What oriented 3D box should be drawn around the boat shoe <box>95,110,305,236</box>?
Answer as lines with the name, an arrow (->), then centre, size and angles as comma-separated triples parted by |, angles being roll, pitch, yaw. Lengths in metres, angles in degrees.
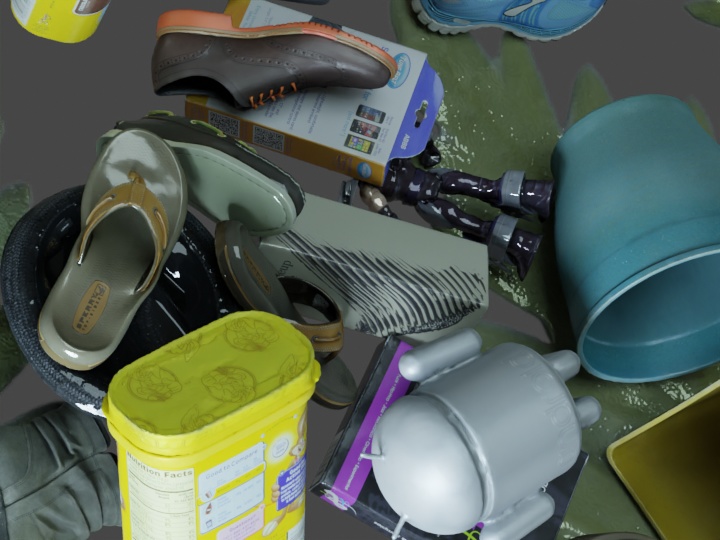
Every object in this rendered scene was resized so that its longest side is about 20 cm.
boat shoe -> -0.117, -0.082, 1.431 | 0.200, 0.072, 0.061 | 19, 43, 33

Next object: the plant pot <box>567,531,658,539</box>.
plant pot -> 0.239, 0.291, 1.405 | 0.199, 0.173, 0.201 | 9, 71, -28

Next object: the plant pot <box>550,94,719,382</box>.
plant pot -> 0.249, -0.037, 1.556 | 0.199, 0.200, 0.189 | -3, 56, -23

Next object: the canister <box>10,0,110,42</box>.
canister -> -0.214, -0.286, 1.444 | 0.086, 0.200, 0.149 | 13, 66, -17

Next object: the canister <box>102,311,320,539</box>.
canister -> -0.104, 0.148, 1.308 | 0.148, 0.201, 0.086 | -27, 46, -32

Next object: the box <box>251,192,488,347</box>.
box -> 0.000, 0.000, 1.484 | 0.199, 0.082, 0.069 | 14, 50, -16

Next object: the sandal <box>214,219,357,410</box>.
sandal -> -0.047, 0.032, 1.416 | 0.200, 0.054, 0.082 | 58, 13, -32

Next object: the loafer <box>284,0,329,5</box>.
loafer -> -0.104, -0.268, 1.535 | 0.199, 0.072, 0.063 | 3, 113, -39

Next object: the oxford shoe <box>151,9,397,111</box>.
oxford shoe -> -0.070, -0.157, 1.476 | 0.199, 0.071, 0.073 | 6, 71, 8

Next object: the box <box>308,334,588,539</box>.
box -> 0.074, 0.164, 1.484 | 0.199, 0.036, 0.143 | 31, 62, -7

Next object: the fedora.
fedora -> -0.185, 0.036, 1.391 | 0.199, 0.092, 0.202 | 9, 62, -16

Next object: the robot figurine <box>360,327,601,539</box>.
robot figurine -> 0.090, 0.129, 1.418 | 0.199, 0.113, 0.170 | -27, 89, -28

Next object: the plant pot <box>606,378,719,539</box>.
plant pot -> 0.366, 0.160, 1.526 | 0.176, 0.200, 0.201 | -29, 82, -40

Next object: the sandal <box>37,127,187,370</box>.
sandal -> -0.176, -0.021, 1.335 | 0.080, 0.054, 0.201 | 24, 58, -8

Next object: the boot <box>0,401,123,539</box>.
boot -> -0.216, 0.194, 1.337 | 0.130, 0.068, 0.201 | -13, 77, -32

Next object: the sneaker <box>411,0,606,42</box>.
sneaker -> 0.147, -0.256, 1.646 | 0.199, 0.090, 0.079 | -8, 73, -26

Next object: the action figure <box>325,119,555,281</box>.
action figure -> 0.060, -0.064, 1.549 | 0.199, 0.069, 0.131 | 20, 69, 2

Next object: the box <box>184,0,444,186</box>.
box -> -0.034, -0.149, 1.528 | 0.199, 0.042, 0.120 | 20, 63, 3
